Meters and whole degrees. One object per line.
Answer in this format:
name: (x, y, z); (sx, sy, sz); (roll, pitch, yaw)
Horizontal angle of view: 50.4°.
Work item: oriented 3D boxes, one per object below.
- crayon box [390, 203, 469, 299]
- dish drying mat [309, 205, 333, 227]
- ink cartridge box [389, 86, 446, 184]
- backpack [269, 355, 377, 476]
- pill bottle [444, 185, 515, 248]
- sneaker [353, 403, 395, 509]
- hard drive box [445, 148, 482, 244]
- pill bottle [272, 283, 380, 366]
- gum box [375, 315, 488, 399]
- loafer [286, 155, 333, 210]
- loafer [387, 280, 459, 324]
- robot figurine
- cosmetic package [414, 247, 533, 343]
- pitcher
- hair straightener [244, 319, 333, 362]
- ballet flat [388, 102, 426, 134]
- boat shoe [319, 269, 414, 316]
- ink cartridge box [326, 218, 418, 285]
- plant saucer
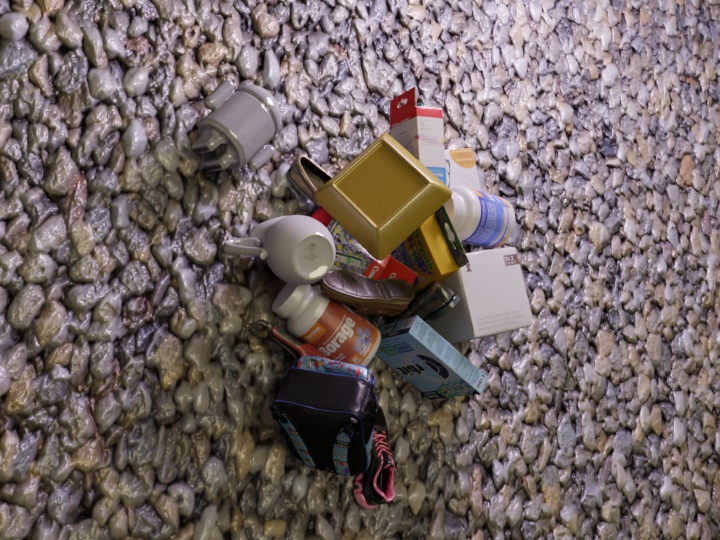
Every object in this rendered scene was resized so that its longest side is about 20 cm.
crayon box: (0.117, -0.029, 1.499); (0.051, 0.200, 0.127); (-16, 77, -33)
dish drying mat: (-0.020, -0.046, 1.517); (0.077, 0.018, 0.200); (-39, 103, 13)
ink cartridge box: (0.116, -0.261, 1.568); (0.066, 0.116, 0.203); (-1, 86, -26)
backpack: (-0.053, 0.272, 1.376); (0.135, 0.180, 0.202); (-67, 156, -43)
pill bottle: (0.218, -0.111, 1.557); (0.199, 0.111, 0.114); (8, 74, -46)
sneaker: (0.036, 0.351, 1.463); (0.078, 0.095, 0.203); (4, 75, -29)
hard drive box: (0.192, -0.159, 1.691); (0.154, 0.077, 0.203); (-10, 85, -33)
pill bottle: (-0.066, 0.102, 1.448); (0.199, 0.112, 0.113); (40, 61, -17)
gum box: (0.127, 0.177, 1.515); (0.200, 0.169, 0.045); (41, 61, -16)
loafer: (-0.060, -0.151, 1.517); (0.199, 0.063, 0.072); (38, 63, -2)
loafer: (0.112, 0.073, 1.516); (0.063, 0.199, 0.072); (50, 47, -9)
robot figurine: (-0.224, -0.270, 1.438); (0.201, 0.112, 0.171); (-52, 126, -29)
cosmetic package: (0.217, 0.060, 1.580); (0.163, 0.199, 0.167); (-9, 83, -32)
pitcher: (-0.146, -0.039, 1.382); (0.170, 0.199, 0.123); (-13, 108, -25)
hair straightener: (-0.133, 0.154, 1.414); (0.199, 0.077, 0.041); (32, 46, -16)
ballet flat: (0.088, -0.279, 1.664); (0.200, 0.075, 0.064); (-49, 114, -21)
boat shoe: (0.007, 0.052, 1.430); (0.198, 0.068, 0.072); (12, 41, -28)
ink cartridge box: (0.000, 0.000, 1.482); (0.199, 0.109, 0.051); (32, 36, -3)
plant saucer: (0.040, -0.153, 1.444); (0.200, 0.049, 0.200); (-41, 68, -10)
